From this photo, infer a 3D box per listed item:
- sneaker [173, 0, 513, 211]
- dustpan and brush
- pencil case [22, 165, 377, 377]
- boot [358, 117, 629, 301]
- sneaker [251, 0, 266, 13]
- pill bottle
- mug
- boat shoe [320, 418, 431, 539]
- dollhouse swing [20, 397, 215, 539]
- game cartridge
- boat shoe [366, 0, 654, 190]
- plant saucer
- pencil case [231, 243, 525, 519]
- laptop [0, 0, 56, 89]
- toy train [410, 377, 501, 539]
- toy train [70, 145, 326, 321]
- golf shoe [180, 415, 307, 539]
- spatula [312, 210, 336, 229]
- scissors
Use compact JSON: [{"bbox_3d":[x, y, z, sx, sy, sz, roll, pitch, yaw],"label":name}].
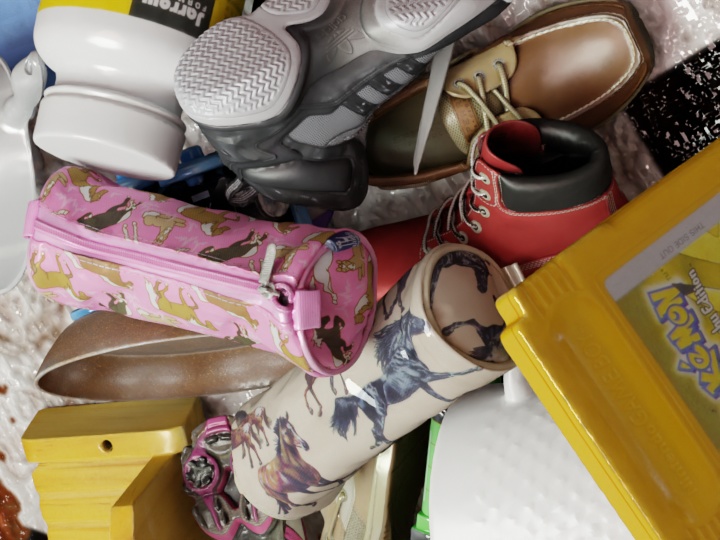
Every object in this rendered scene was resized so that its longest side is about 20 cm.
[{"bbox_3d":[0.002,-0.104,1.383,0.199,0.076,0.114,-24,135,-6],"label":"sneaker"},{"bbox_3d":[-0.211,-0.082,1.507,0.057,0.200,0.140,-13,73,-9],"label":"dustpan and brush"},{"bbox_3d":[-0.088,-0.001,1.377,0.199,0.083,0.087,14,139,31],"label":"pencil case"},{"bbox_3d":[0.054,-0.033,1.421,0.199,0.073,0.144,-6,147,21],"label":"boot"},{"bbox_3d":[-0.020,-0.173,1.466,0.074,0.107,0.200,12,143,0],"label":"sneaker"},{"bbox_3d":[-0.118,-0.157,1.410,0.111,0.111,0.201,8,80,25],"label":"pill bottle"},{"bbox_3d":[0.142,0.110,1.425,0.174,0.148,0.201,-3,107,25],"label":"mug"},{"bbox_3d":[0.001,0.134,1.553,0.065,0.072,0.201,18,120,20],"label":"boat shoe"},{"bbox_3d":[-0.158,0.206,1.597,0.181,0.176,0.201,-6,106,29],"label":"dollhouse swing"},{"bbox_3d":[0.186,0.041,1.356,0.177,0.200,0.032,55,150,0],"label":"game cartridge"},{"bbox_3d":[0.072,-0.090,1.436,0.199,0.074,0.076,-25,95,32],"label":"boat shoe"},{"bbox_3d":[-0.096,0.043,1.510,0.199,0.200,0.035,-15,76,30],"label":"plant saucer"},{"bbox_3d":[0.011,0.062,1.427,0.078,0.089,0.200,51,129,1],"label":"pencil case"},{"bbox_3d":[-0.231,-0.188,1.539,0.115,0.200,0.188,-19,100,-3],"label":"laptop"},{"bbox_3d":[0.053,0.146,1.537,0.042,0.056,0.201,13,113,23],"label":"toy train"},{"bbox_3d":[-0.103,-0.029,1.511,0.199,0.114,0.087,-17,94,40],"label":"toy train"},{"bbox_3d":[-0.056,0.190,1.560,0.072,0.092,0.201,-9,79,17],"label":"golf shoe"},{"bbox_3d":[0.000,0.000,1.525,0.200,0.021,0.057,42,122,24],"label":"spatula"},{"bbox_3d":[0.058,-0.154,1.402,0.073,0.014,0.201,-8,72,34],"label":"scissors"}]
